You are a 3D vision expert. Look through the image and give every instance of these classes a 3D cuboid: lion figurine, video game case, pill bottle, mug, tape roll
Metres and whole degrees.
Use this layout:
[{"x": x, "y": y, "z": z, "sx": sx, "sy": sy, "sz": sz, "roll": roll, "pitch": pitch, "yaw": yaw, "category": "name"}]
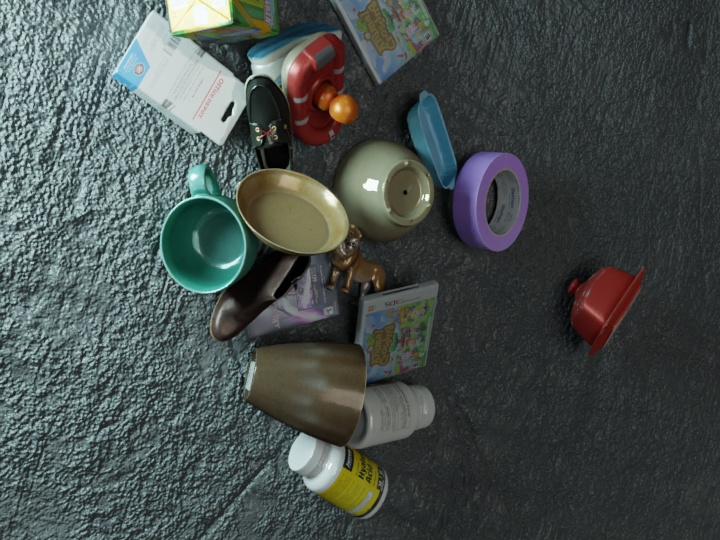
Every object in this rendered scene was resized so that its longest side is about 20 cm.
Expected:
[{"x": 0.000, "y": 0.000, "z": 1.304, "sx": 0.199, "sy": 0.071, "sz": 0.126, "roll": 40, "pitch": 65, "yaw": -50, "category": "lion figurine"}, {"x": 0.069, "y": 0.127, "z": 1.336, "sx": 0.177, "sy": 0.022, "sz": 0.206, "roll": -12, "pitch": 124, "yaw": -28, "category": "video game case"}, {"x": 0.055, "y": 0.285, "z": 1.338, "sx": 0.196, "sy": 0.113, "sz": 0.119, "roll": 1, "pitch": 97, "yaw": -41, "category": "pill bottle"}, {"x": -0.239, "y": -0.063, "z": 1.109, "sx": 0.149, "sy": 0.114, "sz": 0.189, "roll": 27, "pitch": 100, "yaw": 2, "category": "mug"}, {"x": -0.134, "y": 0.035, "z": 1.258, "sx": 0.195, "sy": 0.019, "sz": 0.148, "roll": -14, "pitch": 103, "yaw": -28, "category": "video game case"}, {"x": 0.280, "y": -0.148, "z": 1.415, "sx": 0.197, "sy": 0.065, "sz": 0.207, "roll": -13, "pitch": 108, "yaw": -44, "category": "tape roll"}, {"x": 0.047, "y": -0.499, "z": 1.286, "sx": 0.181, "sy": 0.022, "sz": 0.203, "roll": -41, "pitch": 115, "yaw": -18, "category": "video game case"}, {"x": -0.045, "y": 0.397, "z": 1.305, "sx": 0.199, "sy": 0.110, "sz": 0.113, "roll": 39, "pitch": 78, "yaw": -28, "category": "pill bottle"}]

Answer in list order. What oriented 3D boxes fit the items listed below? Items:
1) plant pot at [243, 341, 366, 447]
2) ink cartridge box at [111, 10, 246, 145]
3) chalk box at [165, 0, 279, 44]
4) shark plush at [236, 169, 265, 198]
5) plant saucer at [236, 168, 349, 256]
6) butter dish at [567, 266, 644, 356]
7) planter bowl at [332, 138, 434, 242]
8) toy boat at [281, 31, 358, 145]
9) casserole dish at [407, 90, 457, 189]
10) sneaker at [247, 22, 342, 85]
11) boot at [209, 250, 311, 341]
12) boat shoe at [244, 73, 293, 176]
[{"x": -0.111, "y": 0.211, "z": 1.220, "sx": 0.194, "sy": 0.186, "sz": 0.193, "roll": 14, "pitch": 90, "yaw": -17, "category": "plant pot"}, {"x": -0.291, "y": -0.308, "z": 1.093, "sx": 0.198, "sy": 0.066, "sz": 0.118, "roll": 35, "pitch": 79, "yaw": -28, "category": "ink cartridge box"}, {"x": -0.209, "y": -0.441, "z": 1.066, "sx": 0.199, "sy": 0.120, "sz": 0.129, "roll": -33, "pitch": 119, "yaw": -65, "category": "chalk box"}, {"x": -0.149, "y": -0.092, "z": 1.194, "sx": 0.092, "sy": 0.083, "sz": 0.200, "roll": -50, "pitch": 117, "yaw": -14, "category": "shark plush"}, {"x": -0.115, "y": -0.090, "z": 1.100, "sx": 0.195, "sy": 0.204, "sz": 0.036, "roll": 0, "pitch": 138, "yaw": -29, "category": "plant saucer"}, {"x": 0.569, "y": 0.073, "z": 1.601, "sx": 0.201, "sy": 0.146, "sz": 0.201, "roll": -50, "pitch": 157, "yaw": -16, "category": "butter dish"}, {"x": 0.060, "y": -0.152, "z": 1.277, "sx": 0.195, "sy": 0.134, "sz": 0.208, "roll": -4, "pitch": 98, "yaw": -28, "category": "planter bowl"}, {"x": -0.057, "y": -0.298, "z": 1.154, "sx": 0.130, "sy": 0.130, "sz": 0.202, "roll": -43, "pitch": 160, "yaw": -24, "category": "toy boat"}, {"x": 0.144, "y": -0.258, "z": 1.341, "sx": 0.121, "sy": 0.038, "sz": 0.205, "roll": -51, "pitch": 125, "yaw": -53, "category": "casserole dish"}, {"x": -0.113, "y": -0.385, "z": 1.188, "sx": 0.198, "sy": 0.076, "sz": 0.083, "roll": -34, "pitch": 135, "yaw": -26, "category": "sneaker"}, {"x": -0.174, "y": 0.041, "z": 1.128, "sx": 0.072, "sy": 0.165, "sz": 0.201, "roll": 43, "pitch": 74, "yaw": -17, "category": "boot"}, {"x": -0.152, "y": -0.235, "z": 1.131, "sx": 0.071, "sy": 0.064, "sz": 0.205, "roll": -7, "pitch": 136, "yaw": 1, "category": "boat shoe"}]
